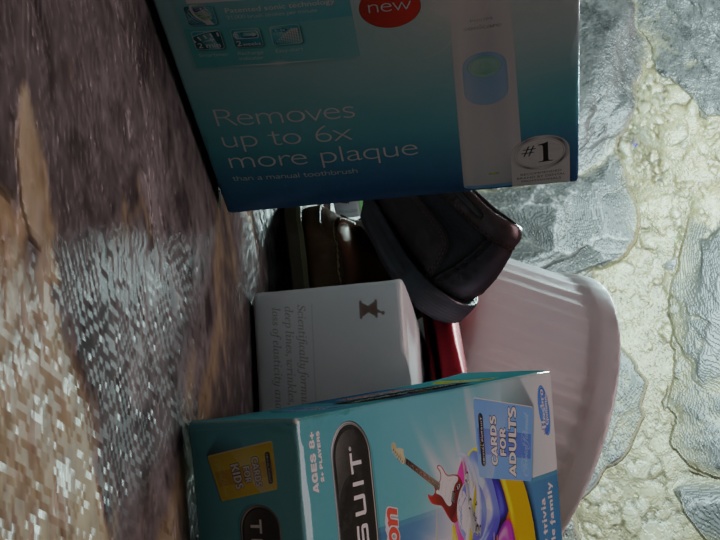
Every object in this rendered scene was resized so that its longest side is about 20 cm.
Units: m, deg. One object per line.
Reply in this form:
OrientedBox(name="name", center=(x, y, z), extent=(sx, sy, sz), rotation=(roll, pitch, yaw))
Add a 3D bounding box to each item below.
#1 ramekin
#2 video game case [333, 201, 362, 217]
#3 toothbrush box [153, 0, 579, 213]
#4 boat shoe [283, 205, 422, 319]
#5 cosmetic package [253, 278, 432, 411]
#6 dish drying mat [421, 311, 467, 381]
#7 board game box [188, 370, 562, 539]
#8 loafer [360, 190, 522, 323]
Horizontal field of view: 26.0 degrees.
OrientedBox(name="ramekin", center=(0.065, 0.083, 0.947), extent=(0.201, 0.097, 0.201), rotation=(-90, -154, -51))
OrientedBox(name="video game case", center=(-0.020, -0.169, 1.051), extent=(0.183, 0.022, 0.201), rotation=(78, 9, -56))
OrientedBox(name="toothbrush box", center=(0.004, -0.113, 0.557), extent=(0.201, 0.145, 0.086), rotation=(79, 8, -58))
OrientedBox(name="boat shoe", center=(0.000, 0.000, 0.852), extent=(0.200, 0.067, 0.073), rotation=(36, 49, -84))
OrientedBox(name="cosmetic package", center=(-0.001, 0.077, 0.760), extent=(0.200, 0.073, 0.103), rotation=(63, 23, -73))
OrientedBox(name="dish drying mat", center=(0.041, 0.021, 0.812), extent=(0.201, 0.018, 0.077), rotation=(-97, 173, -48))
OrientedBox(name="board game box", center=(0.018, 0.122, 0.593), extent=(0.199, 0.047, 0.152), rotation=(-3, 88, -59))
OrientedBox(name="loafer", center=(0.020, -0.068, 0.778), extent=(0.072, 0.063, 0.201), rotation=(14, 40, -49))
